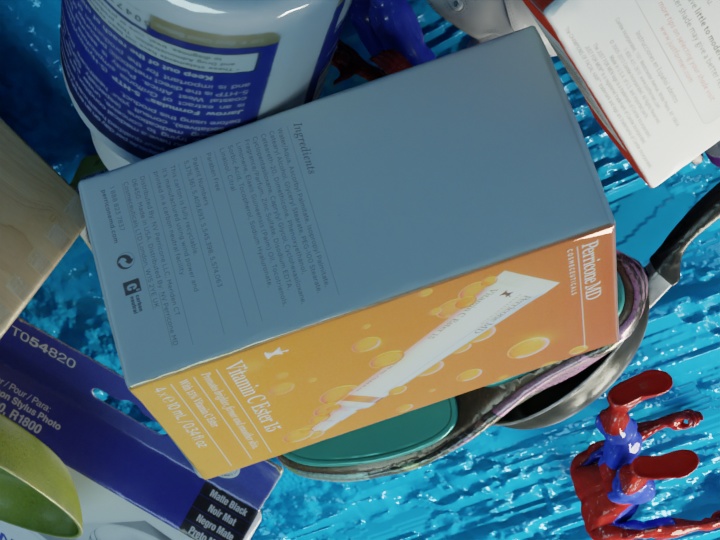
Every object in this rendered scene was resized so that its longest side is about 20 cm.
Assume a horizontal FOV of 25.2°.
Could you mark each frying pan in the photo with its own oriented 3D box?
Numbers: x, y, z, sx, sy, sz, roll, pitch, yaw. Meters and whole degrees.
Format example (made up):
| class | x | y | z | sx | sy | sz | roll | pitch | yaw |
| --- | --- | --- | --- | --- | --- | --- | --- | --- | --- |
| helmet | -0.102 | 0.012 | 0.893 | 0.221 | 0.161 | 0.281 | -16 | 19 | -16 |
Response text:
| class | x | y | z | sx | sy | sz | roll | pitch | yaw |
| --- | --- | --- | --- | --- | --- | --- | --- | --- | --- |
| frying pan | 0.130 | 0.012 | 0.831 | 0.190 | 0.115 | 0.031 | -47 | 109 | -8 |

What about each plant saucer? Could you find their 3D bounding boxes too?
| class | x | y | z | sx | sy | sz | roll | pitch | yaw |
| --- | --- | --- | --- | --- | --- | --- | --- | --- | --- |
| plant saucer | -0.239 | 0.092 | 0.896 | 0.199 | 0.031 | 0.200 | 21 | 159 | 8 |

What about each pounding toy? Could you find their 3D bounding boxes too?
| class | x | y | z | sx | sy | sz | roll | pitch | yaw |
| --- | --- | --- | --- | --- | --- | --- | --- | --- | --- |
| pounding toy | -0.245 | -0.069 | 0.809 | 0.200 | 0.143 | 0.183 | 47 | 151 | -24 |

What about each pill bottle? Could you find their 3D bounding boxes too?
| class | x | y | z | sx | sy | sz | roll | pitch | yaw |
| --- | --- | --- | --- | --- | --- | --- | --- | --- | --- |
| pill bottle | -0.067 | -0.108 | 0.681 | 0.119 | 0.121 | 0.200 | 20 | 155 | -4 |

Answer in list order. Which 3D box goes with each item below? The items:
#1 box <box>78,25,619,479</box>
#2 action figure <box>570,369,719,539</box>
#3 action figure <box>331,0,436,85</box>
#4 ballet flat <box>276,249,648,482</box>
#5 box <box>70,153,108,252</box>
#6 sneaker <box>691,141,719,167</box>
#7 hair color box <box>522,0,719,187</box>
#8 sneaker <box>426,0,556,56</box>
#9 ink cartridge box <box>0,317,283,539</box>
| class | x | y | z | sx | sy | sz | roll | pitch | yaw |
| --- | --- | --- | --- | --- | --- | --- | --- | --- | --- |
| box | 0.000 | -0.002 | 0.680 | 0.198 | 0.098 | 0.125 | -19 | 154 | 2 |
| action figure | 0.170 | 0.106 | 0.886 | 0.098 | 0.066 | 0.200 | -11 | 160 | -7 |
| action figure | 0.016 | -0.101 | 0.746 | 0.201 | 0.052 | 0.065 | 59 | 163 | -22 |
| ballet flat | 0.052 | 0.051 | 0.778 | 0.199 | 0.070 | 0.071 | -29 | 157 | 14 |
| box | -0.081 | 0.017 | 0.896 | 0.075 | 0.050 | 0.201 | -15 | 125 | 24 |
| sneaker | 0.250 | -0.073 | 0.741 | 0.198 | 0.075 | 0.088 | 9 | 151 | 14 |
| hair color box | 0.163 | -0.139 | 0.631 | 0.199 | 0.064 | 0.111 | -35 | 131 | 7 |
| sneaker | 0.074 | -0.168 | 0.683 | 0.114 | 0.075 | 0.201 | -9 | 130 | 17 |
| ink cartridge box | -0.165 | 0.135 | 0.987 | 0.199 | 0.041 | 0.200 | 29 | 139 | 0 |
